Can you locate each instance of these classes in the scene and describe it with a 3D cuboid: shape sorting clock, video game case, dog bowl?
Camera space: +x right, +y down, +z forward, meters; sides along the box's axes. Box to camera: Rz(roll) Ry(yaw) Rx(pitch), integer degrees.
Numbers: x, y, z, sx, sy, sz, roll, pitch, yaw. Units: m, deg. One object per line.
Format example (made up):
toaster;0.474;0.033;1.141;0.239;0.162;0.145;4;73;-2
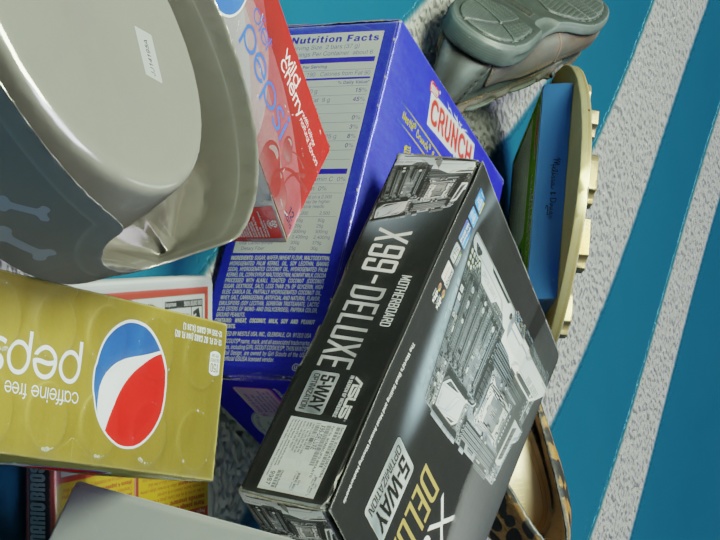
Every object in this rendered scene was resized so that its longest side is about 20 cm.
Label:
shape sorting clock;0.116;-0.025;1.380;0.200;0.039;0.202;-173;-90;-88
video game case;-0.105;0.104;1.001;0.143;0.017;0.202;-3;94;-66
dog bowl;-0.117;-0.086;0.839;0.200;0.058;0.201;48;28;-36

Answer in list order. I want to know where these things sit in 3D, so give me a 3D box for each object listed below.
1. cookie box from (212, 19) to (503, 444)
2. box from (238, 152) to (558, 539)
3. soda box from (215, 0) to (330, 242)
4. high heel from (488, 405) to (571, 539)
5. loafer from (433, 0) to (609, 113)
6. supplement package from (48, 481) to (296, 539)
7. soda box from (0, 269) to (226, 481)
cookie box;0.000;0.000;1.164;0.171;0.075;0.201;51;47;-54
box;0.025;0.071;1.077;0.201;0.049;0.158;-65;147;-31
soda box;-0.076;-0.109;1.002;0.070;0.063;0.201;-67;148;-44
high heel;0.081;0.061;1.276;0.143;0.071;0.201;-137;-144;-58
loafer;0.092;-0.143;1.403;0.200;0.072;0.063;-27;150;-60
supplement package;-0.051;0.212;0.920;0.200;0.150;0.153;66;42;-55
soda box;-0.132;0.040;0.858;0.200;0.064;0.068;17;76;-59
